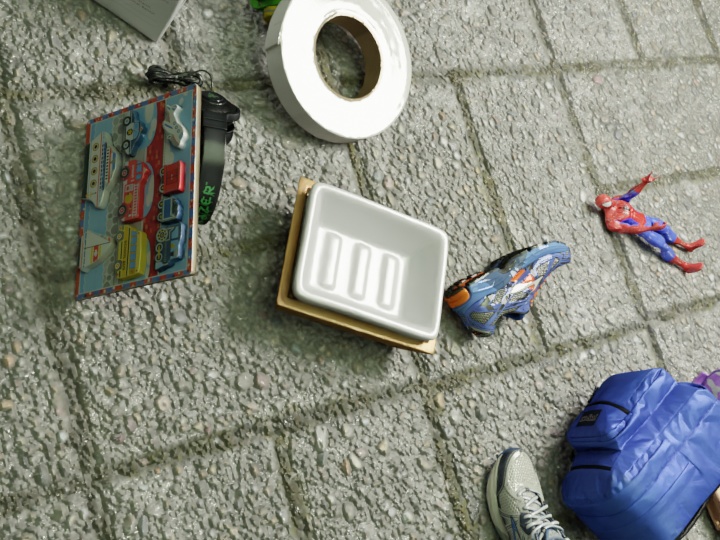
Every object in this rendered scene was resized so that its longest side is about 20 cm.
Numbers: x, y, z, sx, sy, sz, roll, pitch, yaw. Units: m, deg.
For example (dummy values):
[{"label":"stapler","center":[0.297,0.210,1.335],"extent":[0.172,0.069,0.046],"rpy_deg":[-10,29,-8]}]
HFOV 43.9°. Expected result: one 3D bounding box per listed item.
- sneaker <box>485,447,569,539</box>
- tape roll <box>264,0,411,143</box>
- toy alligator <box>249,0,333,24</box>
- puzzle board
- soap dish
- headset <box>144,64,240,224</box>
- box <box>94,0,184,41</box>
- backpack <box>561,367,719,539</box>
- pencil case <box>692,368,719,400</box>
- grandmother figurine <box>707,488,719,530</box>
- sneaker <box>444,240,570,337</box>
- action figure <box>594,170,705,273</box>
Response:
[{"label":"sneaker","center":[0.203,0.302,1.026],"extent":[0.076,0.085,0.202],"rpy_deg":[3,70,-28]},{"label":"tape roll","center":[-0.024,-0.259,1.097],"extent":[0.201,0.037,0.205],"rpy_deg":[2,87,-37]},{"label":"toy alligator","center":[-0.071,-0.330,1.122],"extent":[0.199,0.054,0.060],"rpy_deg":[4,87,-38]},{"label":"puzzle board","center":[-0.225,-0.079,0.893],"extent":[0.017,0.150,0.202],"rpy_deg":[31,53,-57]},{"label":"soap dish","center":[0.000,0.000,1.023],"extent":[0.199,0.081,0.159],"rpy_deg":[19,64,-22]},{"label":"headset","center":[-0.185,-0.144,0.955],"extent":[0.093,0.124,0.201],"rpy_deg":[8,50,-21]},{"label":"box","center":[-0.249,-0.409,1.000],"extent":[0.199,0.131,0.200],"rpy_deg":[33,60,-15]},{"label":"backpack","center":[0.334,0.232,1.087],"extent":[0.168,0.163,0.200],"rpy_deg":[41,70,1]},{"label":"pencil case","center":[0.571,0.211,1.272],"extent":[0.199,0.084,0.086],"rpy_deg":[29,25,-20]},{"label":"grandmother figurine","center":[0.468,0.261,1.211],"extent":[0.121,0.060,0.201],"rpy_deg":[-15,76,-60]},{"label":"sneaker","center":[0.195,0.022,1.140],"extent":[0.199,0.075,0.079],"rpy_deg":[-27,95,-26]},{"label":"action figure","center":[0.432,-0.071,1.287],"extent":[0.199,0.099,0.066],"rpy_deg":[24,61,-17]}]
